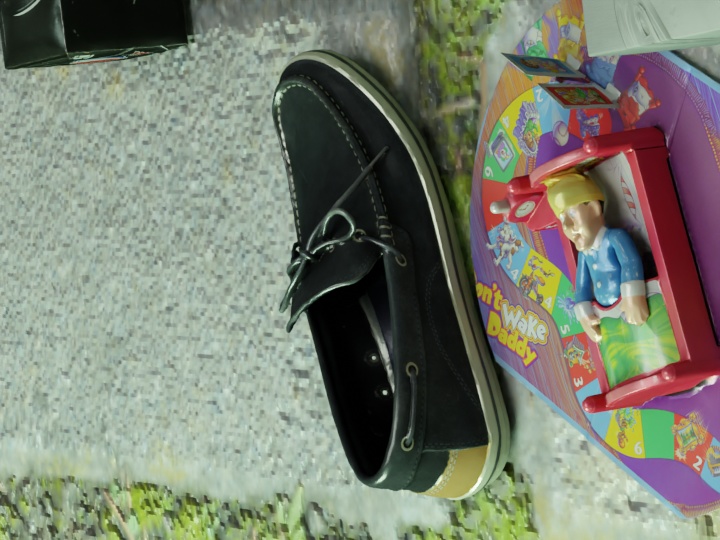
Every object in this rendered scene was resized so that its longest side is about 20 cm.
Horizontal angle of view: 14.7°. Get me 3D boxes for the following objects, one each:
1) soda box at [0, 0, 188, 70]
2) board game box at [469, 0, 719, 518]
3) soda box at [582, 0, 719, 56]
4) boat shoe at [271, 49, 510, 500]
[{"bbox_3d":[-0.133,-0.196,1.278,0.063,0.070,0.202,-6,92,55],"label":"soda box"},{"bbox_3d":[0.088,-0.003,1.029,0.200,0.039,0.159,41,128,43],"label":"board game box"},{"bbox_3d":[0.155,-0.113,0.894,0.199,0.068,0.064,-6,91,54],"label":"soda box"},{"bbox_3d":[0.000,0.000,1.137,0.075,0.062,0.201,-41,62,51],"label":"boat shoe"}]
